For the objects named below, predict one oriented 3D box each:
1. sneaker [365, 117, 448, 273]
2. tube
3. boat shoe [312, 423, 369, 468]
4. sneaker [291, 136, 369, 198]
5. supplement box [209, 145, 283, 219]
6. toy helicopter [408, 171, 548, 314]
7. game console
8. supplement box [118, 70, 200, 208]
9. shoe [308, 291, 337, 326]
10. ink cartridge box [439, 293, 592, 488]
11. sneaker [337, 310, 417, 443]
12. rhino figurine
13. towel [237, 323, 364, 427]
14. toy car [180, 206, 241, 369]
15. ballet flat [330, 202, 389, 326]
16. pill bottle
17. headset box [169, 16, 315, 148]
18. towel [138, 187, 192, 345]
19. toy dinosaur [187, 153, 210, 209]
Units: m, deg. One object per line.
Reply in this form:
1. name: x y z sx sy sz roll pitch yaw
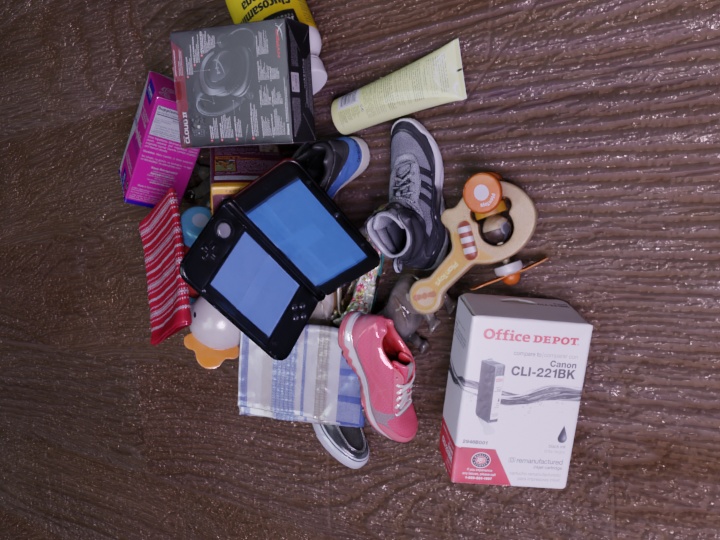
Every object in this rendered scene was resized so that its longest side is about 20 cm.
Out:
1. sneaker: 0.057 -0.097 0.819 0.074 0.113 0.207 -7 93 36
2. tube: 0.050 -0.235 0.847 0.196 0.052 0.059 -14 122 34
3. boat shoe: -0.041 0.202 0.967 0.071 0.071 0.202 -47 68 37
4. sneaker: -0.079 -0.117 0.921 0.199 0.110 0.078 -42 73 34
5. supplement box: -0.164 -0.122 0.919 0.201 0.107 0.088 -112 25 -57
6. toy helicopter: 0.140 -0.016 0.781 0.132 0.079 0.201 45 109 8
7. game console: -0.097 -0.005 0.806 0.117 0.175 0.200 -4 138 48
8. supplement box: -0.339 -0.218 1.091 0.203 0.101 0.102 -60 39 26
9. shoe: -0.088 0.096 0.962 0.069 0.053 0.205 18 87 42
10. ink cartridge box: 0.178 0.140 0.745 0.139 0.084 0.207 4 102 -4
11. sneaker: 0.040 0.148 0.838 0.085 0.074 0.204 -8 113 43
12. rhino figurine: 0.053 0.088 0.887 0.087 0.059 0.202 44 127 17
13. towel: -0.084 0.147 0.910 0.193 0.024 0.152 5 101 8
14. toy car: -0.225 0.048 0.957 0.172 0.204 0.186 15 142 -9
15. ballet flat: 0.000 0.000 0.899 0.062 0.076 0.206 10 107 -8
16. pill bottle: -0.123 -0.354 0.915 0.111 0.111 0.205 -29 80 36
17. headset box: -0.165 -0.244 0.846 0.194 0.077 0.154 1 102 23
18. towel: -0.293 -0.001 0.941 0.143 0.022 0.206 -25 71 51
19. toy dinosaur: -0.256 -0.117 1.088 0.101 0.076 0.205 -25 51 35
